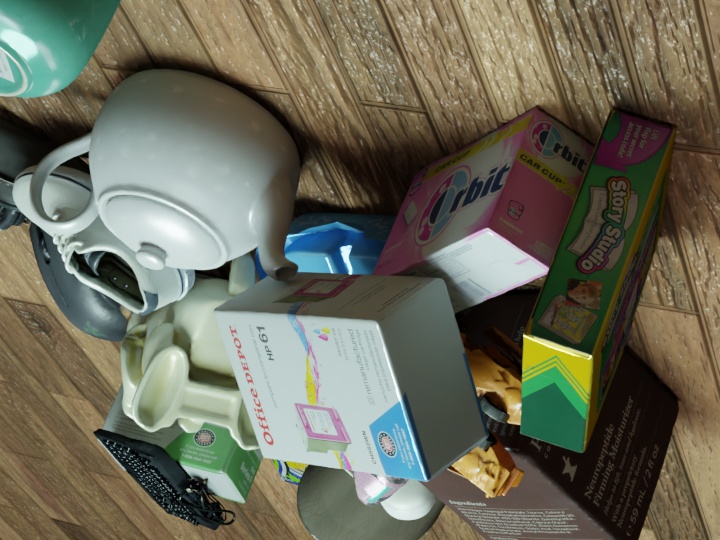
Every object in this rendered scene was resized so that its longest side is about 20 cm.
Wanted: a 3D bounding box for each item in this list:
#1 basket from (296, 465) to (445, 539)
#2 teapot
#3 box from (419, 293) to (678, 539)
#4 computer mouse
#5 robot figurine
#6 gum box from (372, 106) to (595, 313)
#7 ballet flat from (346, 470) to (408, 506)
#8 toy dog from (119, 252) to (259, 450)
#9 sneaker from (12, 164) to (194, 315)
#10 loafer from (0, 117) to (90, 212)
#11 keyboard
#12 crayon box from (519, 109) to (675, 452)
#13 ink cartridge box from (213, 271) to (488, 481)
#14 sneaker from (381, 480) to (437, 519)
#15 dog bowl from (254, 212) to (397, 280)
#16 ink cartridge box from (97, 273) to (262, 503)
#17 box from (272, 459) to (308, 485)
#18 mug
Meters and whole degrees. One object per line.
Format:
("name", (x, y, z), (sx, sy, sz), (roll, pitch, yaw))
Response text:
("basket", (0.043, 0.197, 1.995), (0.136, 0.180, 0.200), (63, 152, 17))
("teapot", (-0.158, -0.067, 1.642), (0.197, 0.147, 0.200), (33, 154, -20))
("box", (0.158, 0.143, 1.761), (0.164, 0.167, 0.200), (-4, 144, 43))
("computer mouse", (-0.293, -0.002, 1.906), (0.200, 0.053, 0.138), (53, 145, -6))
("robot figurine", (0.070, 0.092, 1.621), (0.200, 0.145, 0.058), (40, -162, 26))
("gum box", (0.091, -0.038, 1.525), (0.066, 0.114, 0.200), (32, 153, -18))
("ballet flat", (-0.001, 0.131, 1.712), (0.069, 0.200, 0.071), (31, 115, -30))
("toy dog", (-0.166, 0.062, 1.811), (0.139, 0.195, 0.200), (3, -171, -21))
("sneaker", (-0.243, -0.031, 1.723), (0.199, 0.071, 0.073), (30, 125, 20))
("loafer", (-0.340, -0.109, 1.802), (0.199, 0.073, 0.072), (15, 149, 14))
("keyboard", (-0.192, 0.219, 1.885), (0.104, 0.040, 0.200), (12, 157, 22))
("crayon box", (0.177, 0.010, 1.447), (0.058, 0.201, 0.173), (17, 154, 13))
("ink cartridge box", (-0.011, 0.083, 1.557), (0.199, 0.085, 0.145), (3, 117, 47))
("sneaker", (0.034, 0.134, 1.812), (0.072, 0.201, 0.085), (-9, 146, 11))
("dog bowl", (0.000, 0.000, 1.722), (0.199, 0.050, 0.112), (4, 129, 35))
("ink cartridge box", (-0.153, 0.114, 1.927), (0.145, 0.201, 0.088), (12, 156, 21))
("box", (-0.067, 0.170, 2.113), (0.064, 0.070, 0.200), (15, 154, 19))
("mug", (-0.287, -0.216, 1.494), (0.185, 0.115, 0.152), (37, 152, -28))
